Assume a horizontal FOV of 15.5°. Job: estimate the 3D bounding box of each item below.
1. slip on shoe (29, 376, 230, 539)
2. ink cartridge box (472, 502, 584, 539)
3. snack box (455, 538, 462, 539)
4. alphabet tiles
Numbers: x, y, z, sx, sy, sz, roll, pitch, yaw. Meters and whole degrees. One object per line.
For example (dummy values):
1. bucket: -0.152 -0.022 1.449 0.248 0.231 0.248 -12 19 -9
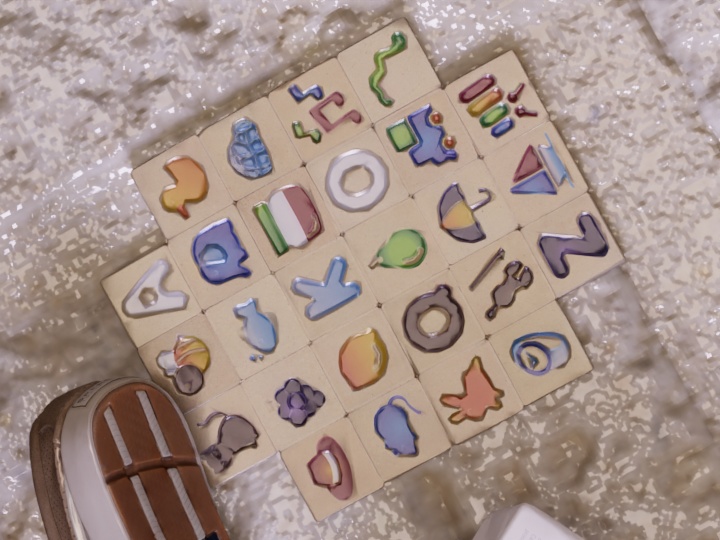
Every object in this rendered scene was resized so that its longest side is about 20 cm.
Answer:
1. slip on shoe: -0.084 0.142 1.087 0.060 0.076 0.201 -14 100 44
2. ink cartridge box: 0.110 0.195 1.044 0.200 0.067 0.117 34 77 -2
3. snack box: 0.068 0.213 1.089 0.072 0.024 0.200 -34 88 2
4. alphabet tiles: 0.000 0.000 1.099 0.199 0.006 0.167 -29 89 5
